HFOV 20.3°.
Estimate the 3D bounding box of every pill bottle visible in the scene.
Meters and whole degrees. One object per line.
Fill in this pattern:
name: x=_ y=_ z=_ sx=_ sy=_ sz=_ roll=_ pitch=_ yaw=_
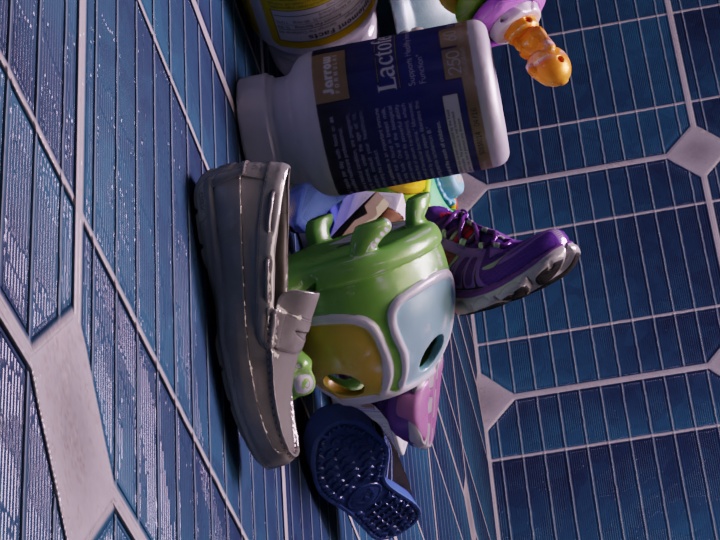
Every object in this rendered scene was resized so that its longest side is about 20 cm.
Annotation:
pill bottle: x=0.010 y=-0.121 z=1.558 sx=0.116 sy=0.198 sz=0.117 roll=-11 pitch=90 yaw=-85
pill bottle: x=-0.048 y=-0.247 z=1.616 sx=0.200 sy=0.113 sz=0.115 roll=72 pitch=11 yaw=-55

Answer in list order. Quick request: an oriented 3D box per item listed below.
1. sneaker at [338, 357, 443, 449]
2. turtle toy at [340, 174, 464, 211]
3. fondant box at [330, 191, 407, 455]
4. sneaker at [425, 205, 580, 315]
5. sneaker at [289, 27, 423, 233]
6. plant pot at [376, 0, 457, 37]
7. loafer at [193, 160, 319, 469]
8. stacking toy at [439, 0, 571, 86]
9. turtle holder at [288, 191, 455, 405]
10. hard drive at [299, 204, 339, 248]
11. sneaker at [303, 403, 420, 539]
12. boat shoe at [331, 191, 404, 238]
sneaker: x=0.022 y=0.086 z=1.620 sx=0.200 sy=0.088 sz=0.081 roll=-85 pitch=-176 yaw=-77
turtle toy: x=0.033 y=-0.074 z=1.933 sx=0.200 sy=0.100 sz=0.147 roll=46 pitch=-45 yaw=48
fondant box: x=0.013 y=0.049 z=1.805 sx=0.201 sy=0.058 sz=0.145 roll=73 pitch=28 yaw=-46
sneaker: x=0.080 y=-0.012 z=1.538 sx=0.080 sy=0.199 sz=0.084 roll=-22 pitch=99 yaw=-40
sneaker: x=0.011 y=-0.104 z=1.643 sx=0.089 sy=0.200 sz=0.079 roll=45 pitch=3 yaw=27
plant pot: x=0.044 y=-0.243 z=1.781 sx=0.200 sy=0.133 sz=0.201 roll=51 pitch=-29 yaw=43
loafer: x=-0.060 y=0.028 z=1.309 sx=0.070 sy=0.069 sz=0.202 roll=-36 pitch=116 yaw=-83
stacking toy: x=0.109 y=-0.223 z=1.609 sx=0.201 sy=0.116 sz=0.110 roll=57 pitch=-43 yaw=21
turtle holder: x=-0.001 y=0.030 z=1.468 sx=0.186 sy=0.140 sz=0.133 roll=-53 pitch=128 yaw=-75
hard drive: x=-0.042 y=-0.094 z=1.831 sx=0.132 sy=0.025 sz=0.201 roll=73 pitch=10 yaw=-46
sneaker: x=-0.009 y=0.150 z=1.644 sx=0.078 sy=0.070 sz=0.200 roll=59 pitch=-2 yaw=35
boat shoe: x=0.000 y=0.000 z=1.635 sx=0.068 sy=0.072 sz=0.200 roll=45 pitch=34 yaw=-4
